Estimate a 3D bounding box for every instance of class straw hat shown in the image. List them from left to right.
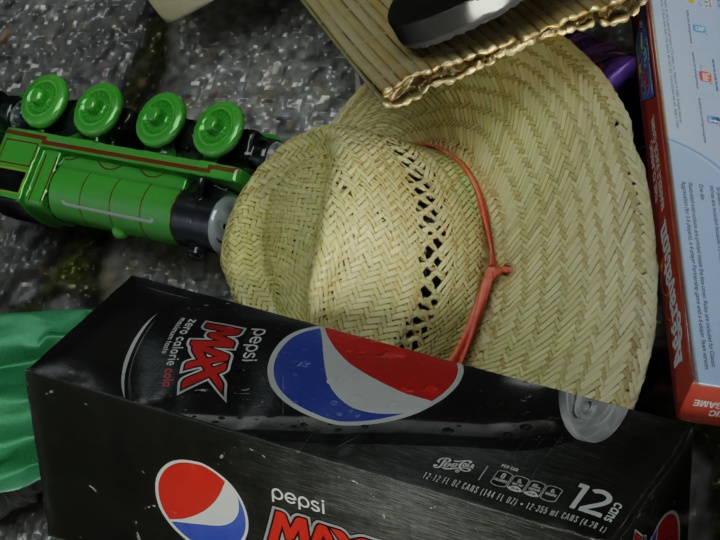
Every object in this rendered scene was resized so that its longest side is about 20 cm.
[{"bbox_3d":[0.000,0.000,0.809,0.201,0.085,0.202,-16,66,40],"label":"straw hat"}]

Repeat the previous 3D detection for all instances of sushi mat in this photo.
[{"bbox_3d":[0.029,-0.105,0.876,0.095,0.012,0.200,-20,23,-6],"label":"sushi mat"}]

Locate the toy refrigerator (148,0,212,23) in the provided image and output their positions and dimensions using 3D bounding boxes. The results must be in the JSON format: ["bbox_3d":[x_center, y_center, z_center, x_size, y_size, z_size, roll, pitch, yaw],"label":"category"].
[{"bbox_3d":[-0.010,-0.183,0.933,0.199,0.076,0.070,-27,27,23],"label":"toy refrigerator"}]

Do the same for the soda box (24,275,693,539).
[{"bbox_3d":[-0.002,0.065,0.738,0.199,0.071,0.063,14,36,25],"label":"soda box"}]

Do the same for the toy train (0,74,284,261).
[{"bbox_3d":[-0.112,-0.043,0.935,0.199,0.042,0.057,12,75,36],"label":"toy train"}]

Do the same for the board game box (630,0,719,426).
[{"bbox_3d":[0.143,-0.027,0.771,0.102,0.019,0.201,7,46,-7],"label":"board game box"}]

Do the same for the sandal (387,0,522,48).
[{"bbox_3d":[0.071,-0.152,0.818,0.200,0.045,0.075,-48,27,-15],"label":"sandal"}]

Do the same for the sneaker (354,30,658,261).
[{"bbox_3d":[0.081,-0.059,0.860,0.200,0.083,0.081,25,72,31],"label":"sneaker"}]

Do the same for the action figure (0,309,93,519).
[{"bbox_3d":[-0.150,0.058,0.897,0.199,0.055,0.119,-13,56,5],"label":"action figure"}]
